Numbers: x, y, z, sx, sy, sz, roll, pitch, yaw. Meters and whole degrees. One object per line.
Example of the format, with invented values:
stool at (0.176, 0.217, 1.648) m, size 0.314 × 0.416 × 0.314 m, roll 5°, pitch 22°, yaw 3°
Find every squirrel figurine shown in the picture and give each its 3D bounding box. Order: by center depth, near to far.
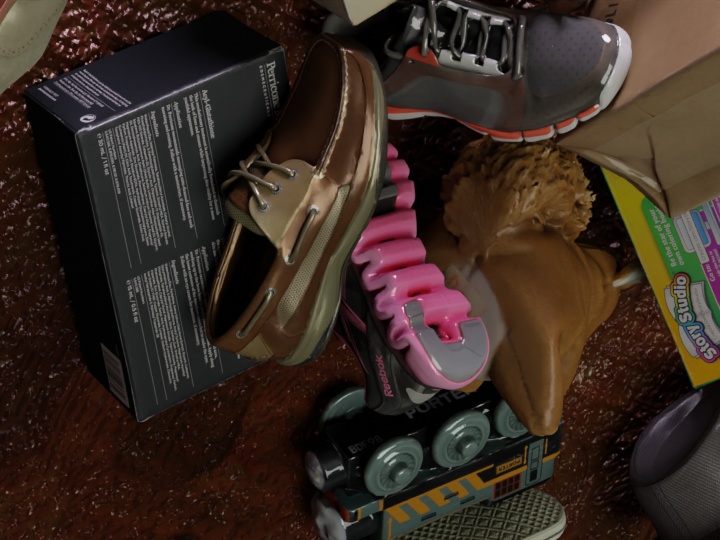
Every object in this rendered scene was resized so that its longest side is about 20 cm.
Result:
squirrel figurine at (0.114, -0.009, 1.532) m, size 0.186 × 0.141 × 0.202 m, roll -12°, pitch 110°, yaw -55°

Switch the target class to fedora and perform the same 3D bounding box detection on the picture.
fedora at (0.267, 0.133, 1.740) m, size 0.090 × 0.177 × 0.200 m, roll 51°, pitch 56°, yaw -7°

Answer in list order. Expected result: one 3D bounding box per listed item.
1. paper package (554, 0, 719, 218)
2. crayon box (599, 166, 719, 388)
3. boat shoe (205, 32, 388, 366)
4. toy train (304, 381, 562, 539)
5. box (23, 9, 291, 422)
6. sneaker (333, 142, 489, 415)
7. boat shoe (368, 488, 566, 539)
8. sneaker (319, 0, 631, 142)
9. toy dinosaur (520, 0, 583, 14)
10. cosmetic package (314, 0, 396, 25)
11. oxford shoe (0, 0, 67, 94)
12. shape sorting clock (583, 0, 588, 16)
paper package at (0.224, -0.161, 1.419) m, size 0.103 × 0.190 × 0.201 m, roll 29°, pitch 57°, yaw -24°
crayon box at (0.238, -0.037, 1.562) m, size 0.118 × 0.058 × 0.201 m, roll -21°, pitch 101°, yaw 16°
boat shoe at (-0.040, -0.037, 1.364) m, size 0.073 × 0.076 × 0.201 m, roll 2°, pitch 110°, yaw -34°
toy train at (0.052, 0.121, 1.611) m, size 0.199 × 0.085 × 0.115 m, roll -22°, pitch 134°, yaw -24°
box at (-0.106, -0.033, 1.415) m, size 0.140 × 0.079 × 0.201 m, roll -23°, pitch 124°, yaw -23°
sneaker at (0.000, 0.000, 1.462) m, size 0.079 × 0.201 × 0.095 m, roll -8°, pitch 155°, yaw -38°
boat shoe at (0.054, 0.210, 1.664) m, size 0.199 × 0.075 × 0.063 m, roll -24°, pitch 131°, yaw -17°
sneaker at (0.061, -0.126, 1.404) m, size 0.082 × 0.199 × 0.078 m, roll 39°, pitch 57°, yaw -53°
toy dinosaur at (0.118, -0.231, 1.374) m, size 0.135 × 0.086 × 0.200 m, roll -34°, pitch 121°, yaw 7°
cosmetic package at (0.045, -0.244, 1.414) m, size 0.199 × 0.073 × 0.104 m, roll -33°, pitch 128°, yaw -16°
oxford shoe at (-0.191, -0.161, 1.309) m, size 0.200 × 0.071 × 0.074 m, roll -49°, pitch 156°, yaw -4°
shape sorting clock at (0.243, -0.176, 1.591) m, size 0.198 × 0.039 × 0.201 m, roll -6°, pitch 124°, yaw -9°
